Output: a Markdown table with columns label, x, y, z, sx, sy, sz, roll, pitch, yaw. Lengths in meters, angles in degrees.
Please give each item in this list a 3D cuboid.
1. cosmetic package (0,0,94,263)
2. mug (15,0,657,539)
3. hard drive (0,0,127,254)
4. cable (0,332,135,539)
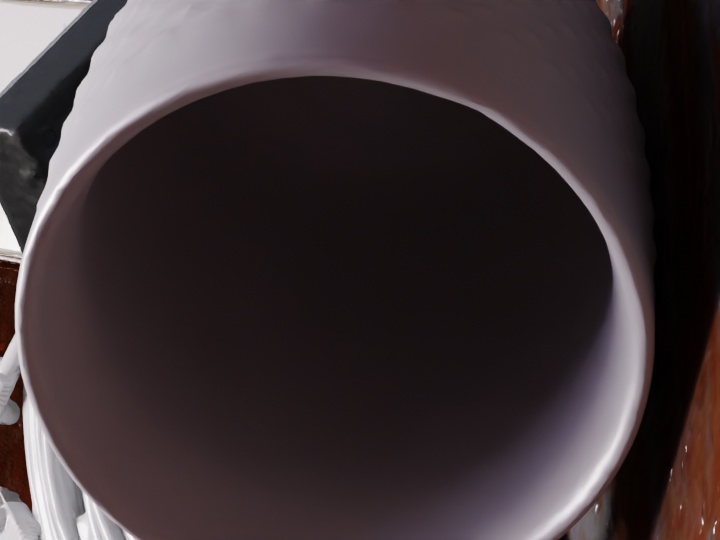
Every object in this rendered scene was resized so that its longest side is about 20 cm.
| label | x | y | z | sx | sy | sz | roll | pitch | yaw |
| --- | --- | --- | --- | --- | --- | --- | --- | --- | --- |
| cosmetic package | -0.069 | -0.045 | 1.169 | 0.200 | 0.071 | 0.106 | 11 | -92 | -52 |
| mug | 0.008 | -0.005 | 0.744 | 0.176 | 0.147 | 0.201 | -82 | -27 | -59 |
| hard drive | -0.054 | -0.059 | 1.093 | 0.200 | 0.033 | 0.140 | -50 | -44 | -34 |
| cable | -0.036 | 0.056 | 0.928 | 0.200 | 0.069 | 0.200 | 54 | 131 | 33 |
